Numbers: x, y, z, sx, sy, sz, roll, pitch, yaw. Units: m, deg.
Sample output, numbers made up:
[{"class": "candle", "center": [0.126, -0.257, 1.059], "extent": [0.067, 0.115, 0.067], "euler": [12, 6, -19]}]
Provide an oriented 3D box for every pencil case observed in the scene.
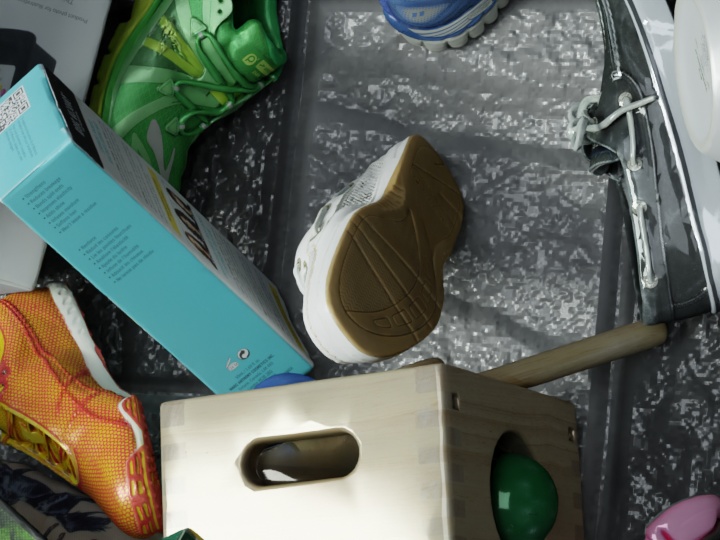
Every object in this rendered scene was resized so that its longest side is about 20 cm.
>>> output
[{"class": "pencil case", "center": [-0.142, 0.166, 1.403], "extent": [0.199, 0.090, 0.078], "euler": [21, 42, 25]}]

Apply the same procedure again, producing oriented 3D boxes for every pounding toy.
[{"class": "pounding toy", "center": [0.033, 0.093, 1.315], "extent": [0.199, 0.184, 0.143], "euler": [-9, 76, 27]}]

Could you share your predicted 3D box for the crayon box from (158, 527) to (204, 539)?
[{"class": "crayon box", "center": [-0.070, 0.226, 1.277], "extent": [0.172, 0.200, 0.058], "euler": [-29, 24, 46]}]

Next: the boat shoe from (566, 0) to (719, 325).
[{"class": "boat shoe", "center": [0.139, -0.070, 1.354], "extent": [0.068, 0.074, 0.200], "euler": [-15, 83, 2]}]

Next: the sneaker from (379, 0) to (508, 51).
[{"class": "sneaker", "center": [0.083, -0.203, 1.393], "extent": [0.079, 0.089, 0.200], "euler": [44, 95, 21]}]

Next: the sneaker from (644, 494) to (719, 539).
[{"class": "sneaker", "center": [0.131, 0.207, 1.306], "extent": [0.095, 0.079, 0.200], "euler": [43, 97, 11]}]

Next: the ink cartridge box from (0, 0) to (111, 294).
[{"class": "ink cartridge box", "center": [-0.201, -0.091, 1.439], "extent": [0.082, 0.146, 0.201], "euler": [16, 84, -17]}]

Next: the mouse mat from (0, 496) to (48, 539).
[{"class": "mouse mat", "center": [-0.256, 0.146, 1.300], "extent": [0.200, 0.008, 0.161], "euler": [38, 82, 26]}]

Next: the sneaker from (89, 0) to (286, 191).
[{"class": "sneaker", "center": [-0.088, -0.113, 1.446], "extent": [0.083, 0.074, 0.201], "euler": [17, 85, 26]}]

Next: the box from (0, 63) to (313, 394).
[{"class": "box", "center": [-0.109, -0.012, 1.359], "extent": [0.049, 0.200, 0.082], "euler": [-40, 35, 8]}]

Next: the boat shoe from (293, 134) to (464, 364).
[{"class": "boat shoe", "center": [0.000, 0.000, 1.344], "extent": [0.069, 0.200, 0.071], "euler": [-27, 104, 24]}]

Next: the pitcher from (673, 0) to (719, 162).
[{"class": "pitcher", "center": [0.252, -0.130, 1.294], "extent": [0.199, 0.121, 0.172], "euler": [-7, 59, -6]}]

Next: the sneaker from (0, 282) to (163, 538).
[{"class": "sneaker", "center": [-0.156, 0.082, 1.401], "extent": [0.077, 0.073, 0.200], "euler": [-21, 37, -17]}]
